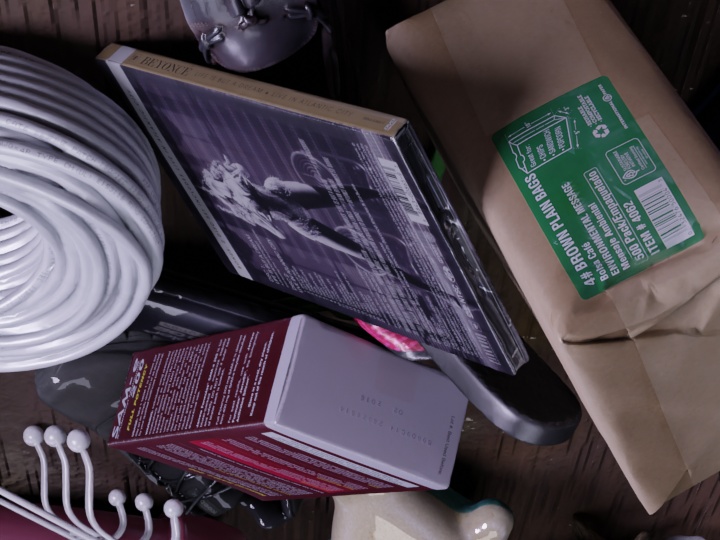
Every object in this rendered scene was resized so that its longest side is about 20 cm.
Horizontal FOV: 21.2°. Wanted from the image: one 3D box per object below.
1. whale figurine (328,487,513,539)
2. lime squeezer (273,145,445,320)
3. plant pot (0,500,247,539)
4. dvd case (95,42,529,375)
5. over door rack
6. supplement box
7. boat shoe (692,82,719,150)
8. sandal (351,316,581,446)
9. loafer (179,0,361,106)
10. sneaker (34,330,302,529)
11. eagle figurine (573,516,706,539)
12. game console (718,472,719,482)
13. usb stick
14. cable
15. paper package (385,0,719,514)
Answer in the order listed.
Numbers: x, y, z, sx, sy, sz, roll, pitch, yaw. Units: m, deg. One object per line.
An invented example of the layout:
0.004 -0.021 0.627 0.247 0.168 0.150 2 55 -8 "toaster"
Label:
0.027 0.173 1.307 0.159 0.104 0.200 -17 122 16 "whale figurine"
0.000 0.000 1.062 0.070 0.038 0.200 22 138 -38 "lime squeezer"
-0.192 0.238 1.269 0.178 0.201 0.200 21 140 -14 "plant pot"
-0.024 -0.030 0.878 0.200 0.016 0.149 18 149 43 "dvd case"
-0.212 0.115 1.124 0.199 0.067 0.148 19 170 -18 "over door rack"
-0.042 0.078 1.028 0.109 0.061 0.200 23 161 -27 "supplement box"
0.199 -0.052 0.994 0.084 0.069 0.200 -1 147 -10 "boat shoe"
0.029 0.023 0.958 0.075 0.200 0.045 -8 138 -45 "sandal"
-0.037 -0.103 0.867 0.072 0.063 0.200 -12 148 9 "loafer"
-0.104 0.097 1.142 0.200 0.091 0.076 21 140 -36 "sneaker"
0.177 0.281 1.450 0.150 0.152 0.201 20 134 20 "eagle figurine"
0.325 0.085 1.194 0.175 0.117 0.200 -23 145 23 "game console"
-0.071 0.029 1.060 0.199 0.033 0.055 17 158 -14 "usb stick"
-0.194 -0.027 0.929 0.199 0.069 0.200 6 144 -10 "cable"
0.114 -0.020 0.891 0.103 0.200 0.191 -30 143 4 "paper package"
